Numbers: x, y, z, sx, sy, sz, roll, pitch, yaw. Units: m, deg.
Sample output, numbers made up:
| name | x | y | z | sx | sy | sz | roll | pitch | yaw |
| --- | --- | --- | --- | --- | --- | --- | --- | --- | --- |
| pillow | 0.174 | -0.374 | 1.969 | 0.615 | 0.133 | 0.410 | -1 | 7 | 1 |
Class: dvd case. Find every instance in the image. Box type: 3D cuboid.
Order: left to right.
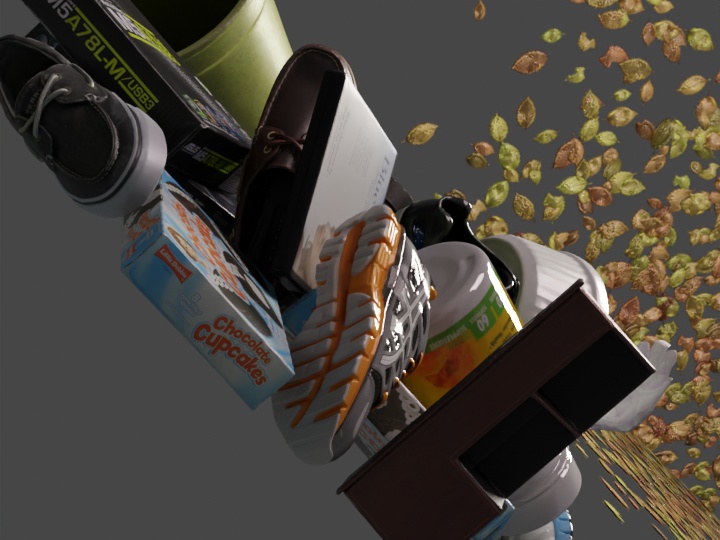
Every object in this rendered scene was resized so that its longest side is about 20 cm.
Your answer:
| name | x | y | z | sx | sy | sz | roll | pitch | yaw |
| --- | --- | --- | --- | --- | --- | --- | --- | --- | --- |
| dvd case | -0.016 | -0.043 | 1.522 | 0.018 | 0.143 | 0.200 | 13 | -9 | 13 |

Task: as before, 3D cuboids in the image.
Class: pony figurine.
| name | x | y | z | sx | sy | sz | roll | pitch | yaw |
| --- | --- | --- | --- | --- | --- | --- | --- | --- | --- |
| pony figurine | 0.207 | 0.132 | 2.175 | 0.166 | 0.193 | 0.200 | 26 | -1 | 12 |

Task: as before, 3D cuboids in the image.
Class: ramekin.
| name | x | y | z | sx | sy | sz | roll | pitch | yaw |
| --- | --- | --- | --- | --- | --- | --- | --- | --- | --- |
| ramekin | 0.131 | 0.059 | 2.063 | 0.094 | 0.202 | 0.202 | 30 | 14 | -31 |

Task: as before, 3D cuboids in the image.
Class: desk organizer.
| name | x | y | z | sx | sy | sz | roll | pitch | yaw |
| --- | --- | --- | --- | --- | --- | --- | --- | --- | --- |
| desk organizer | 0.087 | 0.099 | 1.371 | 0.077 | 0.200 | 0.072 | 49 | 5 | 3 |

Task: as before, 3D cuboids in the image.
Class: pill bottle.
| name | x | y | z | sx | sy | sz | roll | pitch | yaw |
| --- | --- | --- | --- | --- | --- | --- | --- | --- | --- |
| pill bottle | 0.081 | 0.089 | 1.563 | 0.200 | 0.111 | 0.111 | 60 | -1 | -25 |

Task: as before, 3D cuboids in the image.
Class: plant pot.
| name | x | y | z | sx | sy | sz | roll | pitch | yaw |
| --- | --- | --- | --- | --- | --- | --- | --- | --- | --- |
| plant pot | -0.140 | -0.192 | 1.887 | 0.200 | 0.200 | 0.184 | 52 | -4 | 40 |

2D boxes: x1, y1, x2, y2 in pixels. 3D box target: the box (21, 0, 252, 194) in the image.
| name | x | y | z | sx | sy | sz | roll | pitch | yaw |
| --- | --- | --- | --- | --- | --- | --- | --- | --- | --- |
| box | -0.160 | -0.146 | 1.560 | 0.193 | 0.048 | 0.200 | 51 | 5 | 11 |

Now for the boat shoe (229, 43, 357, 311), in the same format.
| name | x | y | z | sx | sy | sz | roll | pitch | yaw |
| --- | --- | --- | --- | --- | --- | --- | --- | --- | --- |
| boat shoe | -0.048 | -0.066 | 1.552 | 0.070 | 0.200 | 0.070 | 11 | -5 | 9 |

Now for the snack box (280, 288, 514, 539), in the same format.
| name | x | y | z | sx | sy | sz | roll | pitch | yaw |
| --- | --- | --- | --- | --- | --- | --- | --- | --- | --- |
| snack box | 0.021 | 0.108 | 1.487 | 0.200 | 0.037 | 0.116 | 48 | -12 | 11 |

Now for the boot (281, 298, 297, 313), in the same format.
| name | x | y | z | sx | sy | sz | roll | pitch | yaw |
| --- | --- | --- | --- | --- | --- | --- | --- | --- | --- |
| boot | 0.000 | 0.001 | 1.651 | 0.066 | 0.165 | 0.200 | -10 | 53 | -49 |

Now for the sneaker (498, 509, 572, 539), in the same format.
| name | x | y | z | sx | sy | sz | roll | pitch | yaw |
| --- | --- | --- | --- | --- | --- | --- | --- | --- | --- |
| sneaker | 0.107 | 0.188 | 1.657 | 0.087 | 0.075 | 0.200 | 9 | 25 | -10 |

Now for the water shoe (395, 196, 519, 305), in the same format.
| name | x | y | z | sx | sy | sz | roll | pitch | yaw |
| --- | --- | --- | --- | --- | --- | --- | --- | --- | --- |
| water shoe | 0.088 | 0.037 | 1.684 | 0.072 | 0.079 | 0.200 | -43 | 106 | -44 |

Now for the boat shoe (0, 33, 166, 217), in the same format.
| name | x | y | z | sx | sy | sz | roll | pitch | yaw |
| --- | --- | --- | --- | --- | --- | --- | --- | --- | --- |
| boat shoe | -0.189 | -0.093 | 1.382 | 0.071 | 0.072 | 0.200 | 32 | 4 | -36 |

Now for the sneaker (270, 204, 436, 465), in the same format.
| name | x | y | z | sx | sy | sz | roll | pitch | yaw |
| --- | --- | --- | --- | --- | --- | --- | --- | --- | --- |
| sneaker | 0.006 | 0.048 | 1.394 | 0.077 | 0.078 | 0.200 | 47 | 43 | -28 |

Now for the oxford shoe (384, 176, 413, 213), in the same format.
| name | x | y | z | sx | sy | sz | roll | pitch | yaw |
| --- | --- | --- | --- | --- | --- | --- | --- | --- | --- |
| oxford shoe | -0.045 | -0.030 | 1.780 | 0.073 | 0.084 | 0.200 | 51 | -29 | -16 |

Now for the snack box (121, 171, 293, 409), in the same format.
| name | x | y | z | sx | sy | sz | roll | pitch | yaw |
| --- | --- | --- | --- | --- | --- | --- | --- | --- | --- |
| snack box | -0.098 | 0.006 | 1.368 | 0.116 | 0.037 | 0.200 | 47 | 5 | -15 |

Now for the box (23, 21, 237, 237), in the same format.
| name | x | y | z | sx | sy | sz | roll | pitch | yaw |
| --- | --- | --- | --- | --- | --- | --- | --- | --- | --- |
| box | -0.156 | -0.082 | 1.604 | 0.160 | 0.044 | 0.200 | 51 | 7 | 37 |
